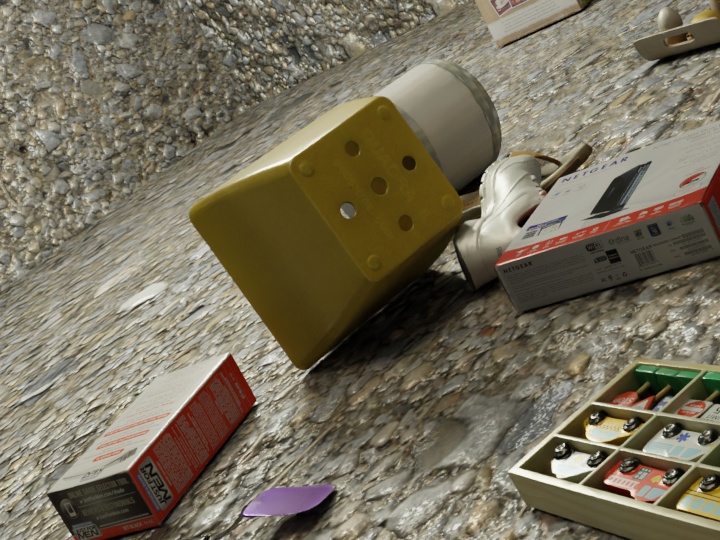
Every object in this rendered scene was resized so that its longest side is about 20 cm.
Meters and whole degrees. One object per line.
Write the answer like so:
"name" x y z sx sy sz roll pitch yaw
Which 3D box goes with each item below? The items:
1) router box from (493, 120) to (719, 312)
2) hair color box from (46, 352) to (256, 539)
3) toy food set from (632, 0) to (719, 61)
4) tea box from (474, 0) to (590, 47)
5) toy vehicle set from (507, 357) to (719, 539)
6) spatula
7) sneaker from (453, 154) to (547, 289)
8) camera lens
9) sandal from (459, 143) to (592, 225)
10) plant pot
"router box" 0.236 -0.051 1.040 0.198 0.049 0.180 -19 18 38
"hair color box" -0.194 0.167 1.141 0.110 0.065 0.200 -20 17 32
"toy food set" 0.461 -0.346 1.550 0.199 0.061 0.143 -39 17 -29
"tea box" 0.350 -0.557 2.321 0.198 0.135 0.197 -18 18 39
"toy vehicle set" 0.187 0.102 0.677 0.124 0.027 0.199 -37 16 -22
"spatula" -0.111 0.203 0.937 0.198 0.021 0.056 -27 2 24
"sneaker" 0.158 -0.053 1.184 0.086 0.075 0.201 -15 29 30
"camera lens" 0.067 -0.155 1.496 0.199 0.162 0.159 -37 16 -25
"sandal" 0.164 -0.101 1.335 0.198 0.055 0.080 -20 17 35
"plant pot" -0.017 -0.054 1.170 0.199 0.201 0.176 -38 2 -28
